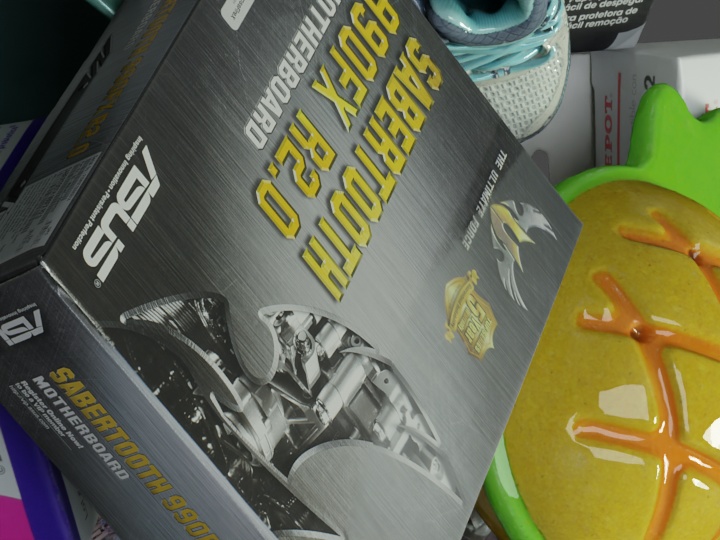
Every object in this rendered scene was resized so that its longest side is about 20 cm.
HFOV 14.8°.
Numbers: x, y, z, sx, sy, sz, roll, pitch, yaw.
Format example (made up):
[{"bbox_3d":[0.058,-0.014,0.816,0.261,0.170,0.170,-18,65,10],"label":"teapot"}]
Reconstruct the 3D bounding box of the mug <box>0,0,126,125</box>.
[{"bbox_3d":[-0.126,-0.042,0.890,0.184,0.115,0.153,-25,108,18],"label":"mug"}]

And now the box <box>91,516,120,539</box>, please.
[{"bbox_3d":[-0.114,0.129,0.881,0.199,0.040,0.138,-29,76,2],"label":"box"}]

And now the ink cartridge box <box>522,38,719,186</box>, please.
[{"bbox_3d":[0.152,-0.030,1.055,0.199,0.068,0.116,-6,99,-26],"label":"ink cartridge box"}]

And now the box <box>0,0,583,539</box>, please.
[{"bbox_3d":[-0.021,-0.001,0.786,0.159,0.048,0.201,51,39,-22],"label":"box"}]

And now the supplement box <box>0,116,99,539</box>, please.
[{"bbox_3d":[-0.177,0.032,0.811,0.198,0.104,0.102,-8,114,11],"label":"supplement box"}]

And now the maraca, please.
[{"bbox_3d":[0.098,0.024,0.945,0.138,0.106,0.200,59,47,-24],"label":"maraca"}]

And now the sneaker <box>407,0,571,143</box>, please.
[{"bbox_3d":[0.029,-0.092,0.886,0.077,0.087,0.200,-25,143,1],"label":"sneaker"}]

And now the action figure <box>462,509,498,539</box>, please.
[{"bbox_3d":[0.082,0.091,1.005,0.199,0.069,0.131,20,65,-15],"label":"action figure"}]

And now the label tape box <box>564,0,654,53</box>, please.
[{"bbox_3d":[0.051,-0.163,0.941,0.143,0.064,0.201,-7,139,-26],"label":"label tape box"}]
